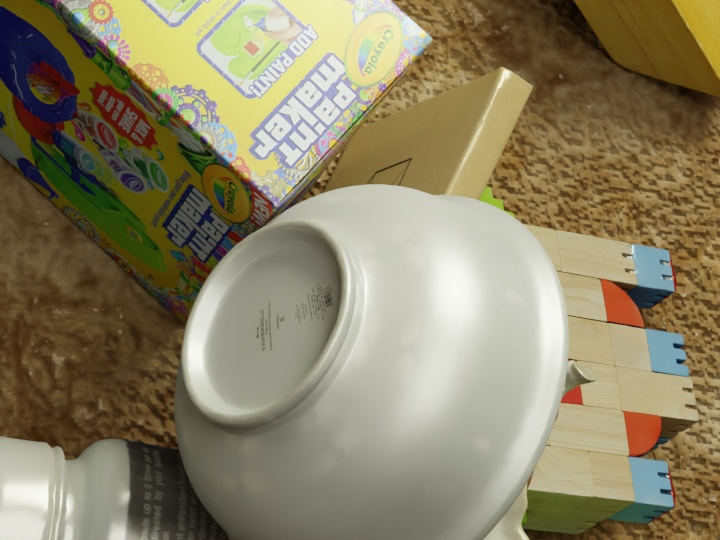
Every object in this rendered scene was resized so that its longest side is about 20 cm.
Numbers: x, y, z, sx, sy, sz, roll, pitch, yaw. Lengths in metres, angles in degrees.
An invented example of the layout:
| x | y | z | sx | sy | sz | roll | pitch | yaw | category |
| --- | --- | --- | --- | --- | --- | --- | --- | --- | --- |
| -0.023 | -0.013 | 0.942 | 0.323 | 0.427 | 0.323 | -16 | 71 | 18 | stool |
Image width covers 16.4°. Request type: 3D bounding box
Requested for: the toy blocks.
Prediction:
| x | y | z | sx | sy | sz | roll | pitch | yaw | category |
| --- | --- | --- | --- | --- | --- | --- | --- | --- | --- |
| 0.113 | 0.059 | 1.303 | 0.136 | 0.100 | 0.201 | 10 | 60 | -29 | toy blocks |

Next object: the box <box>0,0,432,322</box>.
| x | y | z | sx | sy | sz | roll | pitch | yaw | category |
| --- | --- | --- | --- | --- | --- | --- | --- | --- | --- |
| -0.097 | -0.105 | 1.221 | 0.193 | 0.200 | 0.122 | 42 | 66 | 0 | box |

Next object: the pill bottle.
| x | y | z | sx | sy | sz | roll | pitch | yaw | category |
| --- | --- | --- | --- | --- | --- | --- | --- | --- | --- |
| -0.087 | 0.143 | 1.195 | 0.199 | 0.114 | 0.114 | 12 | 71 | -14 | pill bottle |

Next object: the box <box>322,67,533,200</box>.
| x | y | z | sx | sy | sz | roll | pitch | yaw | category |
| --- | --- | --- | --- | --- | --- | --- | --- | --- | --- |
| 0.000 | 0.000 | 1.240 | 0.021 | 0.163 | 0.201 | 35 | 66 | -19 | box |

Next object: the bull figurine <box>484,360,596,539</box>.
| x | y | z | sx | sy | sz | roll | pitch | yaw | category |
| --- | --- | --- | --- | --- | --- | --- | --- | --- | --- |
| 0.052 | 0.069 | 1.201 | 0.065 | 0.122 | 0.200 | 18 | 32 | -42 | bull figurine |

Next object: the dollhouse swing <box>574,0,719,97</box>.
| x | y | z | sx | sy | sz | roll | pitch | yaw | category |
| --- | --- | --- | --- | --- | --- | --- | --- | --- | --- |
| 0.145 | -0.228 | 1.425 | 0.182 | 0.175 | 0.201 | 50 | 57 | -44 | dollhouse swing |

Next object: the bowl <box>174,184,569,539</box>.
| x | y | z | sx | sy | sz | roll | pitch | yaw | category |
| --- | --- | --- | --- | --- | --- | --- | --- | --- | --- |
| -0.015 | 0.040 | 1.089 | 0.090 | 0.200 | 0.202 | 33 | 62 | -42 | bowl |
